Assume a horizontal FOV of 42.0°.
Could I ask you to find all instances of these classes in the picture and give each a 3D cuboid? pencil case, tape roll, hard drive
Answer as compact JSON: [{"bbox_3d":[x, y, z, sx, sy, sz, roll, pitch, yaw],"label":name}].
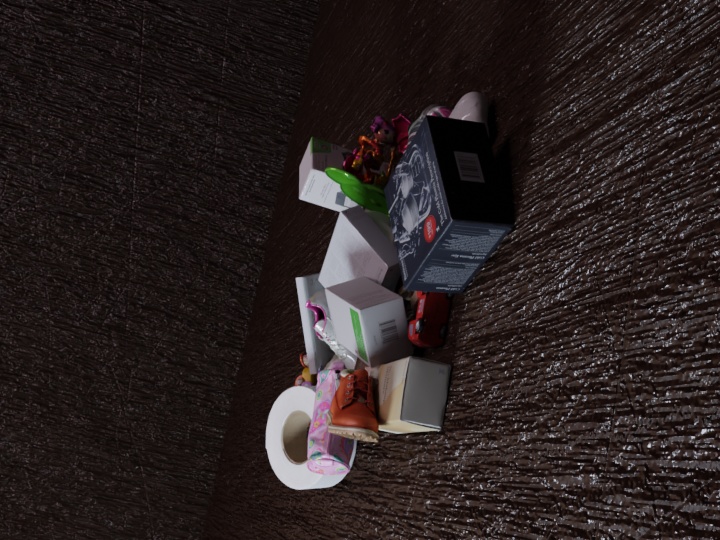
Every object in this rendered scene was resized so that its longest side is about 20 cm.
[{"bbox_3d":[-0.050,0.273,1.722,0.087,0.087,0.201,126,156,-56],"label":"pencil case"},{"bbox_3d":[-0.099,0.329,1.854,0.202,0.071,0.204,-7,80,45],"label":"tape roll"},{"bbox_3d":[-0.078,0.106,1.973,0.132,0.026,0.201,-12,-85,-60],"label":"hard drive"}]

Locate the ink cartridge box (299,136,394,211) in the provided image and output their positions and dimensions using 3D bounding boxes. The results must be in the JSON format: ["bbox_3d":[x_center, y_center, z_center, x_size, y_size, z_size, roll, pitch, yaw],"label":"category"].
[{"bbox_3d":[-0.026,-0.191,2.019,0.146,0.199,0.084,-95,27,-54],"label":"ink cartridge box"}]

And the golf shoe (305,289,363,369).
[{"bbox_3d":[-0.048,0.132,1.872,0.075,0.091,0.201,-34,75,56],"label":"golf shoe"}]

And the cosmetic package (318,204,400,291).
[{"bbox_3d":[0.000,0.000,1.768,0.151,0.051,0.200,52,144,26],"label":"cosmetic package"}]

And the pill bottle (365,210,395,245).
[{"bbox_3d":[0.002,-0.019,1.903,0.200,0.114,0.115,121,159,-49],"label":"pill bottle"}]

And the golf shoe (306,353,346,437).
[{"bbox_3d":[-0.038,0.268,1.912,0.097,0.078,0.201,7,83,53],"label":"golf shoe"}]

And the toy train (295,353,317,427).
[{"bbox_3d":[-0.096,0.250,2.010,0.151,0.055,0.201,63,-153,-43],"label":"toy train"}]

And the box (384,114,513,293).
[{"bbox_3d":[0.127,-0.097,1.423,0.182,0.104,0.201,120,148,-50],"label":"box"}]

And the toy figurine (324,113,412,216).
[{"bbox_3d":[0.044,-0.230,1.859,0.150,0.200,0.185,6,69,55],"label":"toy figurine"}]

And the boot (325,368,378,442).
[{"bbox_3d":[-0.009,0.213,1.501,0.200,0.075,0.108,-164,90,-77],"label":"boot"}]

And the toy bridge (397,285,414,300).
[{"bbox_3d":[0.100,-0.043,1.717,0.067,0.027,0.201,131,149,-62],"label":"toy bridge"}]

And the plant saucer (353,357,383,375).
[{"bbox_3d":[0.025,0.202,1.748,0.200,0.036,0.201,-165,90,-77],"label":"plant saucer"}]

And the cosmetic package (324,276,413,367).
[{"bbox_3d":[0.013,0.085,1.629,0.200,0.084,0.108,-158,54,-69],"label":"cosmetic package"}]

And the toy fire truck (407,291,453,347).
[{"bbox_3d":[0.110,0.031,1.556,0.141,0.048,0.201,153,129,-73],"label":"toy fire truck"}]

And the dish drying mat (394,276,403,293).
[{"bbox_3d":[0.043,0.066,1.857,0.200,0.018,0.077,124,156,-54],"label":"dish drying mat"}]

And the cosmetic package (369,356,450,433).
[{"bbox_3d":[0.070,0.201,1.491,0.200,0.071,0.106,143,139,-69],"label":"cosmetic package"}]

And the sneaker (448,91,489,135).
[{"bbox_3d":[0.152,-0.187,1.560,0.116,0.073,0.200,-86,18,-48],"label":"sneaker"}]

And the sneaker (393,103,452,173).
[{"bbox_3d":[0.115,-0.229,1.761,0.088,0.073,0.201,-98,30,-60],"label":"sneaker"}]
